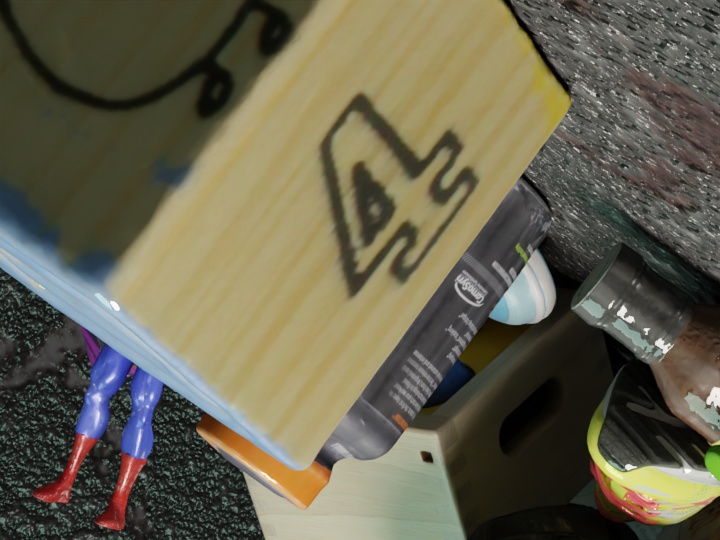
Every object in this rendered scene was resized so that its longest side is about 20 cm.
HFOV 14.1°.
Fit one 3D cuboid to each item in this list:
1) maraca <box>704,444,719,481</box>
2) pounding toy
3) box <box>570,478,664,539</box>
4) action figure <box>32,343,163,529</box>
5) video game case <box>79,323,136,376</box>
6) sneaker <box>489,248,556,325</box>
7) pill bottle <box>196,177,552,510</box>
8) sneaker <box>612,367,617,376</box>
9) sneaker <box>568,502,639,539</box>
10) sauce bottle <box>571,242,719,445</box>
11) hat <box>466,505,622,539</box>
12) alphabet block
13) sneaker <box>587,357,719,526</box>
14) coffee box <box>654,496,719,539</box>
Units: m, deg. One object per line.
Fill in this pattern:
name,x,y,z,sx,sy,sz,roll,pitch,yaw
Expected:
maraca,0.243,0.125,1.300,0.200,0.107,0.137,16,137,36
pounding toy,0.035,0.056,1.649,0.184,0.200,0.142,5,122,39
box,0.151,0.190,1.715,0.106,0.200,0.152,42,-168,-42
action figure,-0.130,0.043,1.623,0.065,0.200,0.099,21,-179,14
video game case,-0.128,-0.038,1.733,0.181,0.036,0.200,-8,99,54
sneaker,0.000,0.000,1.582,0.200,0.131,0.080,31,148,34
pill bottle,0.001,0.023,1.481,0.106,0.200,0.106,35,173,5
sneaker,0.127,0.075,1.779,0.200,0.091,0.076,100,153,-61
sneaker,0.079,0.167,1.671,0.200,0.079,0.066,8,-175,44
sauce bottle,0.190,0.062,1.377,0.200,0.065,0.065,37,173,-6
hat,0.104,0.174,1.521,0.200,0.081,0.201,0,141,0
alphabet block,-0.065,-0.069,1.193,0.195,0.200,0.196,31,172,30
sneaker,0.150,0.097,1.457,0.078,0.090,0.200,50,-163,16
coffee box,0.231,0.143,1.513,0.080,0.114,0.200,38,174,-8
